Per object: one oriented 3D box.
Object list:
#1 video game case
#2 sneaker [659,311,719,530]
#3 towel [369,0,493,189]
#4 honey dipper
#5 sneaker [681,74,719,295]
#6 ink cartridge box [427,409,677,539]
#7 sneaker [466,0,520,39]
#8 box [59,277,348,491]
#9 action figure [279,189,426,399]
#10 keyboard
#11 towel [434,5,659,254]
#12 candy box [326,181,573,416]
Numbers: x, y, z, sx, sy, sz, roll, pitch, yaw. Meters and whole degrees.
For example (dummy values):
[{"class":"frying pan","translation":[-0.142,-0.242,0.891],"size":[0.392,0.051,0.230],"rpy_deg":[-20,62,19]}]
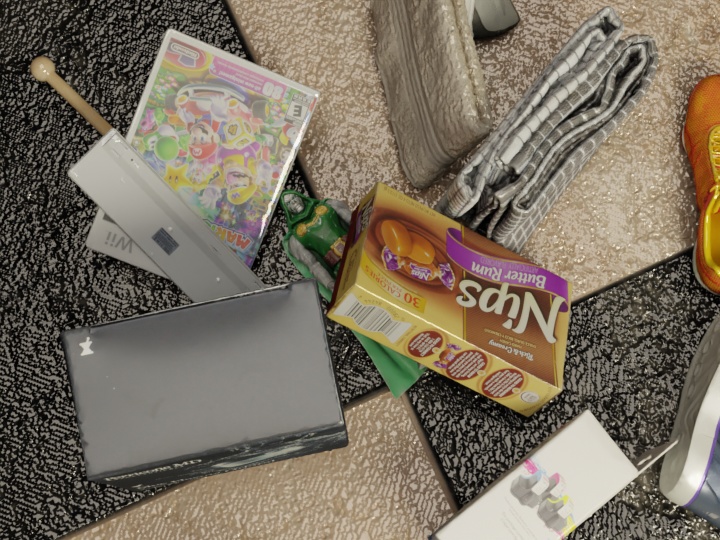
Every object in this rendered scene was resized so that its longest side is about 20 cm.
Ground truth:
[{"class":"video game case","translation":[-0.137,-0.089,1.125],"size":[0.142,0.018,0.202],"rpy_deg":[21,97,-10]},{"class":"sneaker","translation":[0.349,0.132,1.097],"size":[0.145,0.081,0.201],"rpy_deg":[24,75,-3]},{"class":"towel","translation":[0.058,-0.187,1.137],"size":[0.034,0.132,0.202],"rpy_deg":[-6,75,-25]},{"class":"honey dipper","translation":[-0.227,-0.124,1.169],"size":[0.200,0.038,0.038],"rpy_deg":[44,81,8]},{"class":"sneaker","translation":[0.327,-0.080,1.141],"size":[0.072,0.077,0.202],"rpy_deg":[-2,76,1]},{"class":"ink cartridge box","translation":[0.154,0.181,1.062],"size":[0.199,0.115,0.068],"rpy_deg":[-37,80,-8]},{"class":"sneaker","translation":[0.102,-0.307,1.200],"size":[0.079,0.074,0.202],"rpy_deg":[-5,83,-11]},{"class":"box","translation":[-0.115,0.098,1.038],"size":[0.195,0.200,0.119],"rpy_deg":[-12,78,-2]},{"class":"action figure","translation":[0.000,0.000,1.136],"size":[0.200,0.055,0.118],"rpy_deg":[43,80,11]},{"class":"keyboard","translation":[-0.163,-0.031,1.120],"size":[0.056,0.011,0.200],"rpy_deg":[-42,102,7]},{"class":"towel","translation":[0.159,-0.108,1.103],"size":[0.085,0.166,0.200],"rpy_deg":[39,80,2]},{"class":"candy box","translation":[0.078,0.025,1.074],"size":[0.199,0.057,0.117],"rpy_deg":[27,49,-14]}]
